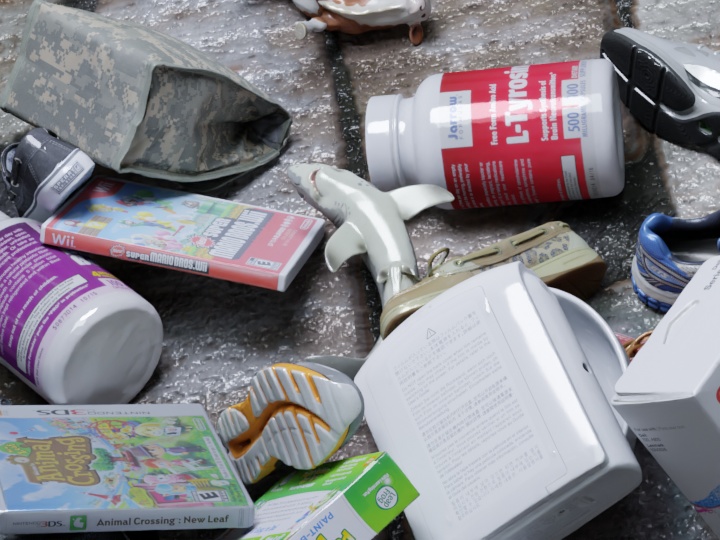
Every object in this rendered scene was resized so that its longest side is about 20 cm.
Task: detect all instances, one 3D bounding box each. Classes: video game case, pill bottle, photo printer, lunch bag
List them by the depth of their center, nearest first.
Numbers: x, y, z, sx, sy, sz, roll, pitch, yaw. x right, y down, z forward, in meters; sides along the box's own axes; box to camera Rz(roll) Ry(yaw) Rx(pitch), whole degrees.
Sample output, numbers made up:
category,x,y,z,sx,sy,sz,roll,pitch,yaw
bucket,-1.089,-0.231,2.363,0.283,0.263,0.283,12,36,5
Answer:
category,x,y,z,sx,sy,sz,roll,pitch,yaw
photo printer,0.088,0.103,1.615,0.166,0.069,0.200,-37,54,17
video game case,-0.186,0.141,1.686,0.182,0.022,0.200,0,18,-15
pill bottle,-0.258,0.026,1.844,0.112,0.112,0.200,-40,53,-21
video game case,-0.140,-0.032,1.857,0.200,0.017,0.143,11,21,8
pill bottle,0.109,-0.108,1.869,0.200,0.112,0.112,-5,48,10
lunch bag,-0.174,-0.143,1.953,0.164,0.200,0.118,29,105,36

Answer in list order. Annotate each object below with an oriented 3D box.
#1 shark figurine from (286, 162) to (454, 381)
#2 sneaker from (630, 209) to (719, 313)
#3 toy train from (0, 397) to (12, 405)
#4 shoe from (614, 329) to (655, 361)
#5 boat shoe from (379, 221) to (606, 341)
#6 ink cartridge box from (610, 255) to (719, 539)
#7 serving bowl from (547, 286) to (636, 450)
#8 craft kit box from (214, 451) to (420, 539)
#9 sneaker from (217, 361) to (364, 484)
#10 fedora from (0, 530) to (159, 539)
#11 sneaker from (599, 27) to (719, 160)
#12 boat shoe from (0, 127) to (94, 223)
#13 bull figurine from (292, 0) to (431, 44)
category,x,y,z,sx,sy,sz,roll,pitch,yaw
shark figurine,0.015,0.015,1.805,0.128,0.090,0.215,-5,62,-2
sneaker,0.301,-0.007,1.749,0.200,0.085,0.077,1,50,15
toy train,-0.248,0.132,1.792,0.200,0.034,0.046,16,26,26
shoe,0.211,0.070,1.699,0.200,0.091,0.071,26,60,32
boat shoe,0.093,0.013,1.769,0.200,0.073,0.063,-14,53,-31
ink cartridge box,0.284,0.105,1.570,0.084,0.200,0.145,-9,37,54
serving bowl,0.118,0.114,1.677,0.200,0.066,0.200,-14,63,29
craft kit box,-0.074,0.208,1.598,0.198,0.200,0.049,-44,98,-20
sneaker,-0.038,0.103,1.676,0.077,0.200,0.078,-17,87,-25
fedora,-0.249,0.210,1.690,0.200,0.092,0.201,-7,47,8
sneaker,0.300,-0.155,1.903,0.200,0.076,0.115,36,56,28
boat shoe,-0.265,-0.078,1.890,0.066,0.200,0.070,43,81,-5
bull figurine,-0.030,-0.249,2.052,0.121,0.065,0.200,-9,28,-41
